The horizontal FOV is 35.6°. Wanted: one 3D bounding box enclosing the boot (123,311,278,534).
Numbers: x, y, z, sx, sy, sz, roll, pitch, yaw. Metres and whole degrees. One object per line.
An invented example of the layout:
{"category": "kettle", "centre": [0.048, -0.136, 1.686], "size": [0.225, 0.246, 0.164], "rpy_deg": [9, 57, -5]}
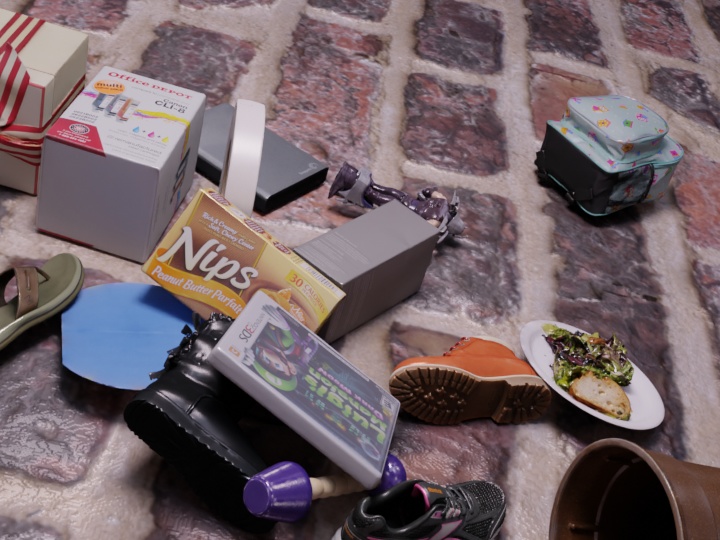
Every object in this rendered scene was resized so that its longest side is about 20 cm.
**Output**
{"category": "boot", "centre": [-0.129, 0.145, 1.127], "size": [0.198, 0.073, 0.163], "rpy_deg": [42, 37, -3]}

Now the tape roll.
{"category": "tape roll", "centre": [-0.151, -0.105, 1.374], "size": [0.037, 0.203, 0.203], "rpy_deg": [10, 37, -10]}

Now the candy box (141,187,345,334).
{"category": "candy box", "centre": [-0.130, 0.013, 1.255], "size": [0.200, 0.116, 0.055], "rpy_deg": [38, 8, 4]}

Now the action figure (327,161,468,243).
{"category": "action figure", "centre": [0.058, -0.089, 1.554], "size": [0.199, 0.070, 0.130], "rpy_deg": [24, 29, 3]}

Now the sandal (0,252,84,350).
{"category": "sandal", "centre": [-0.372, 0.030, 1.207], "size": [0.080, 0.058, 0.201], "rpy_deg": [-2, 27, 31]}

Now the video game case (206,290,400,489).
{"category": "video game case", "centre": [-0.049, 0.113, 1.132], "size": [0.200, 0.023, 0.182], "rpy_deg": [39, 18, -4]}

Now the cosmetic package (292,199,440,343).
{"category": "cosmetic package", "centre": [0.000, 0.000, 1.378], "size": [0.090, 0.107, 0.200], "rpy_deg": [35, 38, 22]}

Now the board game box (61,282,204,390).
{"category": "board game box", "centre": [-0.247, 0.083, 1.229], "size": [0.157, 0.039, 0.200], "rpy_deg": [2, 31, -18]}

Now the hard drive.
{"category": "hard drive", "centre": [-0.163, -0.161, 1.584], "size": [0.200, 0.033, 0.139], "rpy_deg": [34, 39, 21]}

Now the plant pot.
{"category": "plant pot", "centre": [0.320, 0.271, 1.082], "size": [0.198, 0.201, 0.201], "rpy_deg": [8, 36, -23]}

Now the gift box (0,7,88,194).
{"category": "gift box", "centre": [-0.462, -0.229, 1.421], "size": [0.184, 0.200, 0.187], "rpy_deg": [12, 37, 2]}

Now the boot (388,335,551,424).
{"category": "boot", "centre": [0.113, 0.119, 1.302], "size": [0.199, 0.075, 0.107], "rpy_deg": [8, 33, -26]}

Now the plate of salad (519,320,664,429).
{"category": "plate of salad", "centre": [0.285, 0.116, 1.361], "size": [0.199, 0.048, 0.200], "rpy_deg": [21, 27, -11]}

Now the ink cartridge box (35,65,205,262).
{"category": "ink cartridge box", "centre": [-0.296, -0.138, 1.406], "size": [0.145, 0.145, 0.200], "rpy_deg": [16, 35, 0]}

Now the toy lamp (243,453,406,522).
{"category": "toy lamp", "centre": [-0.034, 0.208, 1.080], "size": [0.058, 0.058, 0.200], "rpy_deg": [43, 20, 31]}

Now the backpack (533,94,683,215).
{"category": "backpack", "centre": [0.396, -0.184, 1.743], "size": [0.199, 0.154, 0.176], "rpy_deg": [-4, 35, -37]}

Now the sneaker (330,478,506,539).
{"category": "sneaker", "centre": [0.069, 0.242, 1.104], "size": [0.199, 0.087, 0.080], "rpy_deg": [-13, 47, -35]}
